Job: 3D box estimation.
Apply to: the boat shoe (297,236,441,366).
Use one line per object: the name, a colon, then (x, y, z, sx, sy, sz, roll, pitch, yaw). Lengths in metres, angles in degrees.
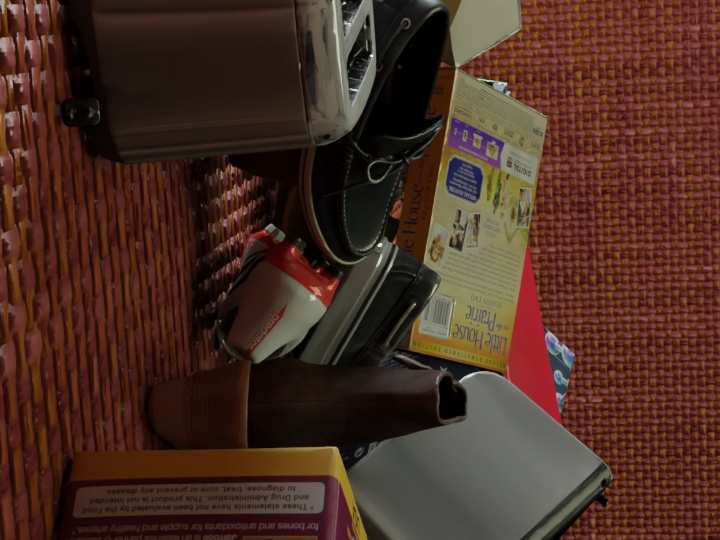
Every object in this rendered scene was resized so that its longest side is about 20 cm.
boat shoe: (-0.011, 0.075, 1.062, 0.200, 0.071, 0.072, -62, -179, 17)

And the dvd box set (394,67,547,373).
dvd box set: (0.078, -0.032, 1.153, 0.146, 0.029, 0.201, 15, 83, -55)

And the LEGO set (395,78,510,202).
LEGO set: (0.031, -0.082, 1.262, 0.116, 0.199, 0.154, -57, 161, -55)

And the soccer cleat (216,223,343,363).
soccer cleat: (-0.061, 0.020, 1.040, 0.085, 0.069, 0.200, -51, -173, -4)

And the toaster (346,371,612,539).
toaster: (0.037, 0.183, 1.004, 0.200, 0.119, 0.181, -35, 163, -36)

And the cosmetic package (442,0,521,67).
cosmetic package: (0.021, -0.236, 1.168, 0.073, 0.200, 0.104, -33, 133, -27)

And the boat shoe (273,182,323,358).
boat shoe: (-0.037, -0.001, 1.196, 0.070, 0.070, 0.201, 39, -40, 49)

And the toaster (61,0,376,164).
toaster: (-0.064, -0.122, 0.803, 0.200, 0.129, 0.114, -71, 157, -66)

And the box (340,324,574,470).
box: (0.070, 0.115, 1.255, 0.148, 0.107, 0.200, 41, 47, -27)

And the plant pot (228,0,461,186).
plant pot: (-0.023, -0.158, 1.013, 0.186, 0.186, 0.201, -53, 154, -76)

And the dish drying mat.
dish drying mat: (0.122, 0.066, 1.237, 0.077, 0.018, 0.201, 5, 70, -46)

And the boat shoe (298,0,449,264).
boat shoe: (0.011, -0.083, 0.934, 0.075, 0.062, 0.201, -29, 140, -44)

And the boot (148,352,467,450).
boot: (-0.020, 0.089, 0.926, 0.200, 0.166, 0.073, 45, 44, -77)

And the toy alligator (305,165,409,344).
toy alligator: (0.000, 0.000, 1.126, 0.054, 0.059, 0.201, -26, 140, -80)

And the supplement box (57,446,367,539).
supplement box: (-0.069, 0.188, 0.704, 0.103, 0.130, 0.201, 77, 15, -54)
